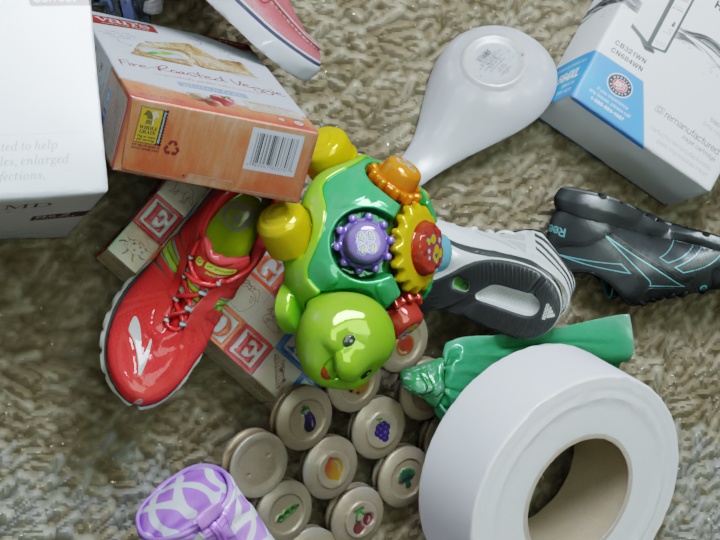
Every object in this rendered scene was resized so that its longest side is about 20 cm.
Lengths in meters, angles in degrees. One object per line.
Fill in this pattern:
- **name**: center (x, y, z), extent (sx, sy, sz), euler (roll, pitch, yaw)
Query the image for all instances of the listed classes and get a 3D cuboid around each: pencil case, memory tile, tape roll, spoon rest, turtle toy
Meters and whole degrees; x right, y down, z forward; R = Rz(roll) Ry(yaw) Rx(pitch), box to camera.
- **pencil case**: center (-0.083, 0.231, 1.249), extent (0.084, 0.085, 0.200), euler (-39, 118, -12)
- **memory tile**: center (-0.005, 0.134, 1.313), extent (0.200, 0.017, 0.153), euler (-39, 122, -22)
- **tape roll**: center (0.144, 0.161, 1.322), extent (0.202, 0.071, 0.203), euler (-14, 116, -31)
- **spoon rest**: center (0.074, -0.124, 1.389), extent (0.099, 0.061, 0.200), euler (40, 66, 19)
- **turtle toy**: center (0.000, 0.000, 1.229), extent (0.200, 0.101, 0.146), euler (-63, 141, -36)

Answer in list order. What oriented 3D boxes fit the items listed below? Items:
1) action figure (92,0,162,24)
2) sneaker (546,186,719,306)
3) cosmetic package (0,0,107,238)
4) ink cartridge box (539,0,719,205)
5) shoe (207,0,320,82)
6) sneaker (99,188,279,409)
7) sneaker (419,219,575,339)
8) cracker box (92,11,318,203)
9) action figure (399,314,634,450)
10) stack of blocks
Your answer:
- **action figure**: center (-0.161, -0.237, 1.331), extent (0.193, 0.105, 0.200), euler (-7, 115, -12)
- **sneaker**: center (0.242, -0.006, 1.430), extent (0.200, 0.075, 0.079), euler (18, 92, -8)
- **cosmetic package**: center (-0.275, -0.111, 1.202), extent (0.165, 0.200, 0.165), euler (-5, 85, -18)
- **ink cartridge box**: center (0.258, -0.179, 1.440), extent (0.146, 0.084, 0.200), euler (32, 76, -11)
- **shoe**: center (-0.079, -0.230, 1.272), extent (0.091, 0.071, 0.200), euler (-46, 118, 5)
- **sneaker**: center (-0.118, 0.004, 1.235), extent (0.077, 0.085, 0.200), euler (32, 75, -10)
- **sneaker**: center (0.075, -0.008, 1.375), extent (0.200, 0.115, 0.076), euler (23, 107, 15)
- **cracker box**: center (-0.123, -0.119, 1.227), extent (0.134, 0.200, 0.058), euler (9, 110, -23)
- **action figure**: center (0.116, 0.085, 1.351), extent (0.200, 0.055, 0.118), euler (4, 98, -34)
- **stack of blocks**: center (-0.085, 0.010, 1.321), extent (0.200, 0.059, 0.115), euler (43, 74, -9)
